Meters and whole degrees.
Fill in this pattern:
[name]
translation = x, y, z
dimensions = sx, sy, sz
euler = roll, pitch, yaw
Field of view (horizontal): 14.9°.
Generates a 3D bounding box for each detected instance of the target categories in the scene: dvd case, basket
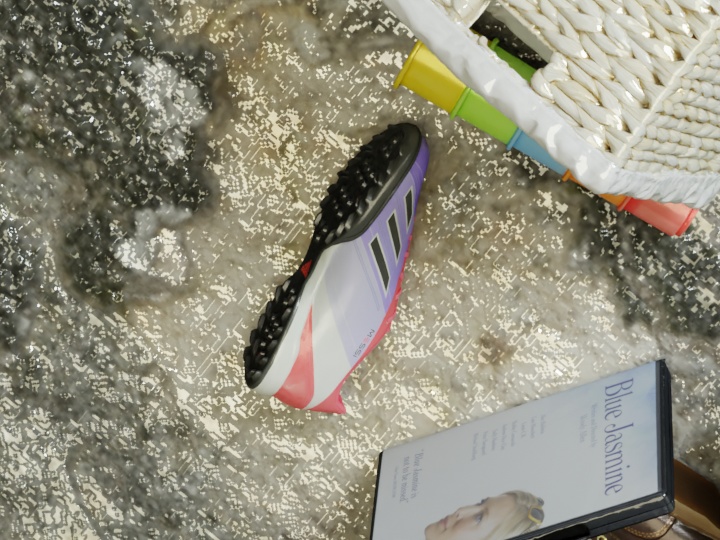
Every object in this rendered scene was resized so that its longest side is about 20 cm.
[dvd case]
translation = 0.099, 0.129, 1.698
dimensions = 0.199, 0.143, 0.018
euler = -19, 119, 16
[basket]
translation = 0.145, -0.158, 1.557
dimensions = 0.198, 0.200, 0.161
euler = 44, 106, 19

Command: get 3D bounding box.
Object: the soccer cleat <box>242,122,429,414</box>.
[soccer cleat]
translation = 0.000, 0.000, 1.731
dimensions = 0.073, 0.068, 0.201
euler = 24, 107, -20

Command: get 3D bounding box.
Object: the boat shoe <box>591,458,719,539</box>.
[boat shoe]
translation = 0.235, 0.189, 1.726
dimensions = 0.200, 0.070, 0.071
euler = 34, 114, 8

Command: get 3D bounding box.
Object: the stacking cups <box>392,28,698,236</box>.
[stacking cups]
translation = 0.117, -0.083, 1.676
dimensions = 0.199, 0.061, 0.061
euler = 33, 110, 1
